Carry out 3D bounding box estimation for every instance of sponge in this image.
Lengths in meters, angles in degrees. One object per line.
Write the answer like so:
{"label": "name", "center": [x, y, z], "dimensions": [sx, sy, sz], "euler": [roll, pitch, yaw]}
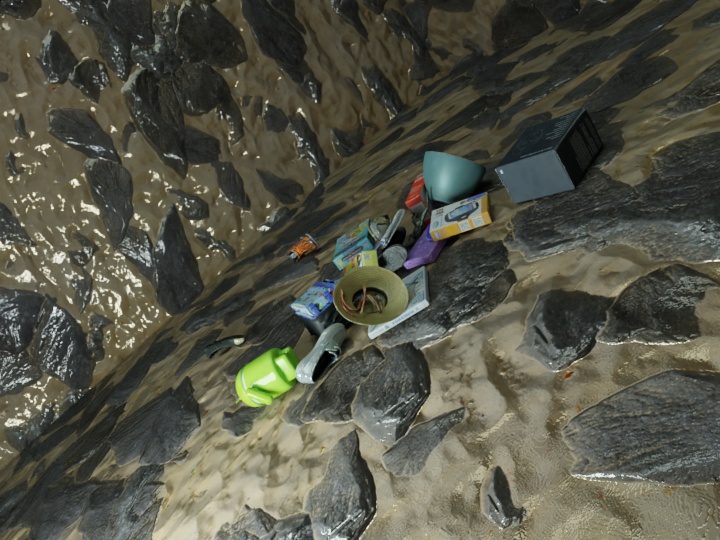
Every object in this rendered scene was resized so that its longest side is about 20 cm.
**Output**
{"label": "sponge", "center": [0.208, -0.085, 1.877], "dimensions": [0.110, 0.030, 0.201], "euler": [-19, 27, 46]}

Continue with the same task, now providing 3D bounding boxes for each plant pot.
{"label": "plant pot", "center": [0.278, -0.275, 1.994], "dimensions": [0.200, 0.196, 0.138], "euler": [-154, 79, -70]}

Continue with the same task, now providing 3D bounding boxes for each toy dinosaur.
{"label": "toy dinosaur", "center": [0.177, -0.144, 1.977], "dimensions": [0.088, 0.046, 0.204], "euler": [-175, 100, -77]}

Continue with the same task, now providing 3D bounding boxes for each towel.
{"label": "towel", "center": [0.068, -0.091, 1.945], "dimensions": [0.148, 0.024, 0.200], "euler": [-60, 3, -32]}

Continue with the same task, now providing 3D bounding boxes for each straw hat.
{"label": "straw hat", "center": [0.022, 0.088, 1.645], "dimensions": [0.202, 0.198, 0.086], "euler": [-52, -20, -38]}

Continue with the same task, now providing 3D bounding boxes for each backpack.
{"label": "backpack", "center": [-0.076, 0.091, 1.831], "dimensions": [0.199, 0.136, 0.182], "euler": [-40, 19, -16]}

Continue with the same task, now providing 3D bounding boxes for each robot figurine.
{"label": "robot figurine", "center": [-0.252, 0.288, 1.718], "dimensions": [0.198, 0.117, 0.176], "euler": [-32, 13, 17]}

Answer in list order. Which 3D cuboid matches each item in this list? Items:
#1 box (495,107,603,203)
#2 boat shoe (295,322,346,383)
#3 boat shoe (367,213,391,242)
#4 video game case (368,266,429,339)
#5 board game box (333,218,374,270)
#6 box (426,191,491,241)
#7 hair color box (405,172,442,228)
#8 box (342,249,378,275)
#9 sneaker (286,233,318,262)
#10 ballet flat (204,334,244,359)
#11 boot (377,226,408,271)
{"label": "box", "center": [0.498, -0.300, 1.690], "dimensions": [0.197, 0.125, 0.198], "euler": [-47, 21, -30]}
{"label": "boat shoe", "center": [-0.086, 0.220, 1.668], "dimensions": [0.070, 0.071, 0.201], "euler": [9, 45, 39]}
{"label": "boat shoe", "center": [0.071, -0.151, 2.221], "dimensions": [0.068, 0.075, 0.201], "euler": [-38, 17, 14]}
{"label": "video game case", "center": [0.101, 0.081, 1.694], "dimensions": [0.180, 0.022, 0.201], "euler": [-33, 19, 17]}
{"label": "board game box", "center": [-0.021, -0.098, 2.311], "dimensions": [0.150, 0.047, 0.201], "euler": [-33, 19, 16]}
{"label": "box", "center": [0.275, -0.150, 1.822], "dimensions": [0.196, 0.042, 0.120], "euler": [-17, 30, 21]}
{"label": "hair color box", "center": [0.217, -0.236, 2.090], "dimensions": [0.063, 0.112, 0.201], "euler": [-25, 23, 29]}
{"label": "box", "center": [0.000, 0.000, 1.897], "dimensions": [0.049, 0.077, 0.200], "euler": [-4, -10, -18]}
{"label": "sneaker", "center": [-0.245, -0.087, 2.687], "dimensions": [0.112, 0.078, 0.200], "euler": [-47, 9, -16]}
{"label": "ballet flat", "center": [-0.493, 0.275, 2.339], "dimensions": [0.197, 0.058, 0.066], "euler": [-19, -3, 33]}
{"label": "boot", "center": [0.108, -0.068, 1.927], "dimensions": [0.165, 0.065, 0.201], "euler": [-45, 8, 38]}
